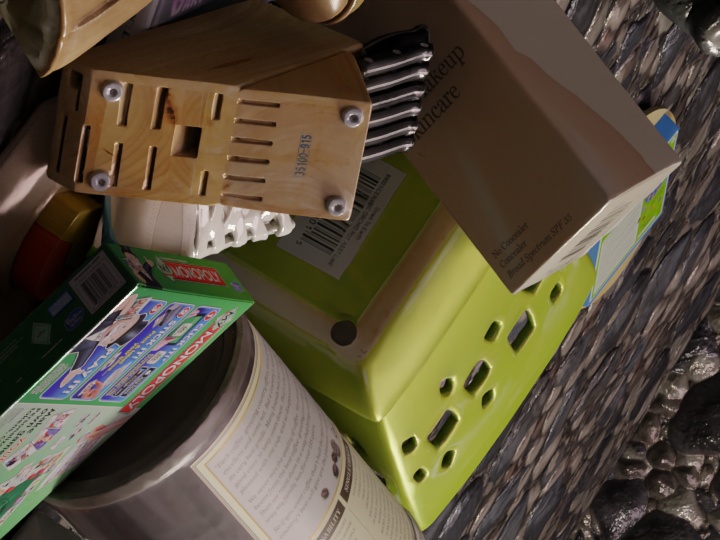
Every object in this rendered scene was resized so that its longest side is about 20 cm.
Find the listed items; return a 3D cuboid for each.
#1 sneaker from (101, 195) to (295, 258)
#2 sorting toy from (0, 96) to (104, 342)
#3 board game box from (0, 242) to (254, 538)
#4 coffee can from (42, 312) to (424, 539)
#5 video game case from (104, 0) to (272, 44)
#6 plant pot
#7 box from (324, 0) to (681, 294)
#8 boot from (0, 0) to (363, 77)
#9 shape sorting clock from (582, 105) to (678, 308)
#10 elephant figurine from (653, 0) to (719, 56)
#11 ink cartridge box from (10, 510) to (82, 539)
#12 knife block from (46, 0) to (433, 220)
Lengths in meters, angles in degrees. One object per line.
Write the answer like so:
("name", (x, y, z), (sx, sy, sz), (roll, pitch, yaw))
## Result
("sneaker", (-0.075, -0.045, 1.404), (0.200, 0.080, 0.077), (-54, 155, -56))
("sorting toy", (-0.175, 0.029, 1.364), (0.186, 0.036, 0.200), (-54, 164, -17))
("board game box", (-0.154, 0.067, 1.330), (0.200, 0.029, 0.134), (-43, 164, 13))
("coffee can", (-0.073, 0.122, 1.488), (0.147, 0.146, 0.200), (-53, 128, -20))
("video game case", (-0.057, -0.173, 1.387), (0.200, 0.023, 0.183), (-34, 151, -58))
("plant pot", (0.000, 0.000, 1.586), (0.201, 0.198, 0.182), (-54, 158, -14))
("box", (0.065, -0.100, 1.456), (0.078, 0.200, 0.095), (-27, 165, -49))
("boot", (-0.080, -0.145, 1.238), (0.200, 0.066, 0.176), (-40, 142, -34))
("shape sorting clock", (0.234, -0.058, 2.514), (0.200, 0.039, 0.201), (-51, 159, -28))
("elephant figurine", (0.275, -0.277, 2.086), (0.142, 0.154, 0.201), (-94, 170, -53))
("ink cartridge box", (-0.163, 0.238, 1.652), (0.068, 0.116, 0.200), (-52, 163, -26))
("knife block", (-0.058, -0.094, 1.363), (0.176, 0.198, 0.064), (-112, -150, -62))
